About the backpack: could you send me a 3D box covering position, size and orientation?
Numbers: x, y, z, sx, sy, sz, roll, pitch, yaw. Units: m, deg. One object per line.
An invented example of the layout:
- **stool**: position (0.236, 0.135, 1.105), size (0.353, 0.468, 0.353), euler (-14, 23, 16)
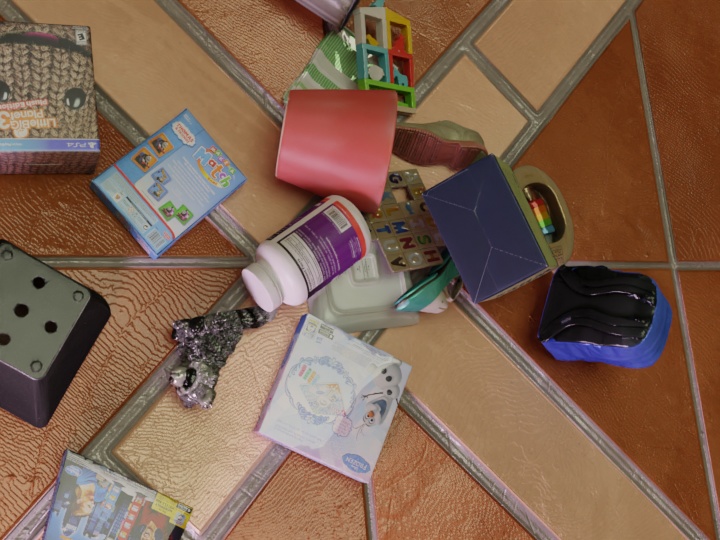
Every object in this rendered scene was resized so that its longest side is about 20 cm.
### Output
- **backpack**: position (0.438, 0.084, 1.585), size (0.167, 0.198, 0.165), euler (35, 64, -44)

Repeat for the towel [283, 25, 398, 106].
- **towel**: position (-0.033, -0.325, 1.605), size (0.152, 0.023, 0.202), euler (35, 66, -12)

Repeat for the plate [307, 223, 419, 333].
- **plate**: position (0.000, 0.000, 1.528), size (0.197, 0.032, 0.203), euler (-6, 79, -23)

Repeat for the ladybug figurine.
- **ladybug figurine**: position (0.316, -0.089, 1.660), size (0.134, 0.072, 0.203), euler (-13, 82, -25)

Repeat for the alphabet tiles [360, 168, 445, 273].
- **alphabet tiles**: position (0.060, -0.086, 1.550), size (0.165, 0.008, 0.202), euler (-10, 59, -24)

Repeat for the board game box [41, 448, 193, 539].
- **board game box**: position (-0.364, 0.382, 1.258), size (0.198, 0.062, 0.202), euler (29, 68, -13)

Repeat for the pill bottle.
- **pill bottle**: position (-0.085, -0.023, 1.422), size (0.199, 0.112, 0.113), euler (-36, 91, -24)

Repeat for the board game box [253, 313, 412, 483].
- **board game box**: position (-0.041, 0.203, 1.444), size (0.198, 0.043, 0.202), euler (28, 72, -14)

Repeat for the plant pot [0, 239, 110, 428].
- **plant pot**: position (-0.462, 0.073, 1.235), size (0.198, 0.177, 0.202), euler (31, 68, -11)

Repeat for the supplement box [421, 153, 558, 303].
- **supplement box**: position (0.221, -0.066, 1.520), size (0.133, 0.199, 0.203), euler (-27, 83, 16)

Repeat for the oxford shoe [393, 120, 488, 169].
- **oxford shoe**: position (0.131, -0.235, 1.637), size (0.197, 0.071, 0.075), euler (12, 47, -19)

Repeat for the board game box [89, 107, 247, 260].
- **board game box**: position (-0.299, -0.138, 1.436), size (0.152, 0.037, 0.200), euler (49, 65, -5)

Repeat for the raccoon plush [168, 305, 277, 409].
- **raccoon plush**: position (-0.200, 0.130, 1.382), size (0.197, 0.096, 0.137), euler (-10, 88, -25)

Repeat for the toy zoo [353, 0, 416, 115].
- **toy zoo**: position (0.043, -0.382, 1.611), size (0.130, 0.020, 0.204), euler (0, 85, -44)

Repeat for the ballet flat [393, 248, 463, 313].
- **ballet flat**: position (0.131, 0.029, 1.536), size (0.071, 0.067, 0.200), euler (53, 46, -5)

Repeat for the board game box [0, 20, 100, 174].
- **board game box**: position (-0.479, -0.254, 1.358), size (0.157, 0.097, 0.204), euler (-4, 77, -23)

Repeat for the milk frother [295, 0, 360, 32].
- **milk frother**: position (-0.058, -0.554, 1.551), size (0.186, 0.200, 0.182), euler (30, 57, -5)

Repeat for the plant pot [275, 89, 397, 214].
- **plant pot**: position (-0.042, -0.207, 1.483), size (0.174, 0.201, 0.204), euler (10, 72, -4)
